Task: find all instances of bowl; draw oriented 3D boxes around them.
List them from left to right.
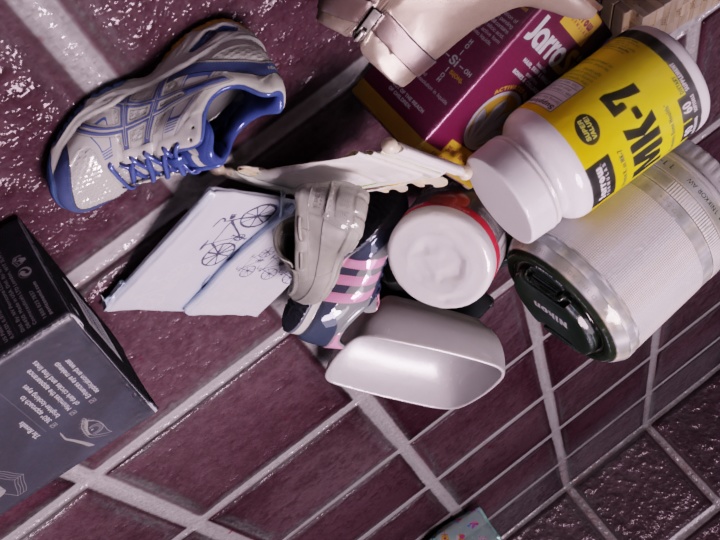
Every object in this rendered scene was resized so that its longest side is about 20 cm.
[{"bbox_3d":[0.067,0.101,1.095,0.199,0.075,0.200,15,152,-10],"label":"bowl"}]

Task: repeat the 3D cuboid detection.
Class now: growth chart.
[{"bbox_3d":[-0.013,-0.086,0.786,0.199,0.018,0.145,-4,172,30],"label":"growth chart"}]

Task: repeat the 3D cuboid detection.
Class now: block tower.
[{"bbox_3d":[0.359,-0.314,0.971,0.200,0.054,0.058,-33,151,-10],"label":"block tower"}]

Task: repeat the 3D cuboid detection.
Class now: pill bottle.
[{"bbox_3d":[0.112,-0.055,0.932,0.200,0.110,0.111,-53,171,-52],"label":"pill bottle"},{"bbox_3d":[0.201,-0.120,0.793,0.200,0.114,0.114,-37,151,-7],"label":"pill bottle"}]

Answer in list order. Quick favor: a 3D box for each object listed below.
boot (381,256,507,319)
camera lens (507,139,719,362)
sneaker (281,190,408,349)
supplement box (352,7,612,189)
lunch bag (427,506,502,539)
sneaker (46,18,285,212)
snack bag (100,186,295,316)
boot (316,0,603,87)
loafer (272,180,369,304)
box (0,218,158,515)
[{"bbox_3d":[0.128,0.012,1.093,0.198,0.074,0.163,-17,147,16],"label":"boot"},{"bbox_3d":[0.259,-0.021,0.874,0.200,0.160,0.160,-41,151,-9],"label":"camera lens"},{"bbox_3d":[0.000,0.000,0.958,0.082,0.070,0.200,30,108,-29],"label":"sneaker"},{"bbox_3d":[0.113,-0.192,0.814,0.200,0.103,0.131,-49,149,16],"label":"supplement box"},{"bbox_3d":[0.228,0.693,2.163,0.170,0.122,0.200,-22,155,-32],"label":"lunch bag"},{"bbox_3d":[-0.147,-0.102,0.661,0.200,0.088,0.075,-39,153,4],"label":"sneaker"},{"bbox_3d":[-0.121,-0.011,0.850,0.188,0.021,0.200,-41,153,28],"label":"snack bag"},{"bbox_3d":[0.070,-0.208,0.694,0.200,0.070,0.146,32,110,-14],"label":"boot"},{"bbox_3d":[-0.046,-0.025,0.808,0.070,0.070,0.200,15,151,-8],"label":"loafer"},{"bbox_3d":[-0.305,0.095,0.724,0.200,0.118,0.197,-33,151,-12],"label":"box"}]
